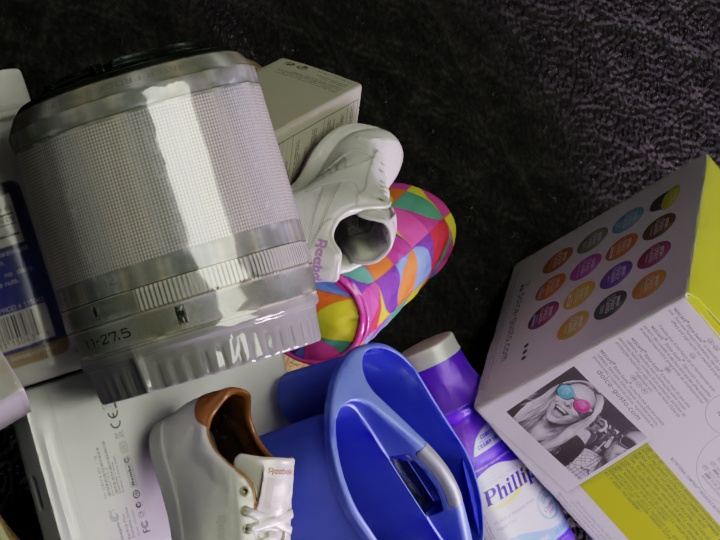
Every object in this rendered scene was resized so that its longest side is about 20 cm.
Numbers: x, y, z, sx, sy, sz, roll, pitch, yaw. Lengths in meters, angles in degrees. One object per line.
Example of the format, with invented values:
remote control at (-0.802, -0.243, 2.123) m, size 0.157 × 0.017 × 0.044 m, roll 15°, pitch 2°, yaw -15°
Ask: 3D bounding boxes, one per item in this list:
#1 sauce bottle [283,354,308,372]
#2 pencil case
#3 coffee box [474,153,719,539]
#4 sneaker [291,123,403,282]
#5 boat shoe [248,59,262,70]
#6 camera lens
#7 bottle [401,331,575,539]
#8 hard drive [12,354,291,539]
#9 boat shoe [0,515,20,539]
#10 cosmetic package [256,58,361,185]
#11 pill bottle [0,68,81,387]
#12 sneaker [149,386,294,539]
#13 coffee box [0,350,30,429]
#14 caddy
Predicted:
sauce bottle at (-0.109, 0.036, 1.734) m, size 0.200 × 0.066 × 0.066 m, roll 31°, pitch 62°, yaw -28°
pencil case at (0.000, 0.000, 1.774) m, size 0.089 × 0.088 × 0.200 m, roll 63°, pitch 26°, yaw -8°
coffee box at (0.236, 0.073, 1.870) m, size 0.200 × 0.198 × 0.200 m, roll 48°, pitch 31°, yaw -19°
sneaker at (-0.008, -0.038, 1.681) m, size 0.200 × 0.099 × 0.075 m, roll -42°, pitch 144°, yaw -54°
boat shoe at (-0.129, -0.107, 1.743) m, size 0.200 × 0.076 × 0.072 m, roll -31°, pitch 97°, yaw -39°
camera lens at (-0.120, -0.032, 1.531) m, size 0.160 × 0.160 × 0.200 m, roll -17°, pitch 90°, yaw -39°
bottle at (0.091, 0.145, 1.862) m, size 0.083 × 0.065 × 0.200 m, roll -30°, pitch 98°, yaw -37°
hard drive at (-0.128, 0.117, 1.625) m, size 0.200 × 0.027 × 0.132 m, roll -18°, pitch 95°, yaw -35°
boat shoe at (-0.263, 0.180, 1.573) m, size 0.200 × 0.073 × 0.065 m, roll 47°, pitch 52°, yaw -17°
cosmetic package at (-0.080, -0.070, 1.714) m, size 0.200 × 0.071 × 0.105 m, roll -33°, pitch 138°, yaw -58°
pill bottle at (-0.236, -0.024, 1.614) m, size 0.120 × 0.120 × 0.200 m, roll -17°, pitch 90°, yaw -39°
sneaker at (-0.072, 0.165, 1.545) m, size 0.073 × 0.085 × 0.200 m, roll 5°, pitch 56°, yaw -49°
coffee box at (-0.303, 0.026, 1.517) m, size 0.113 × 0.080 × 0.200 m, roll -30°, pitch 81°, yaw -11°
caddy at (0.015, 0.143, 1.645) m, size 0.200 × 0.105 × 0.142 m, roll 58°, pitch 37°, yaw -29°
